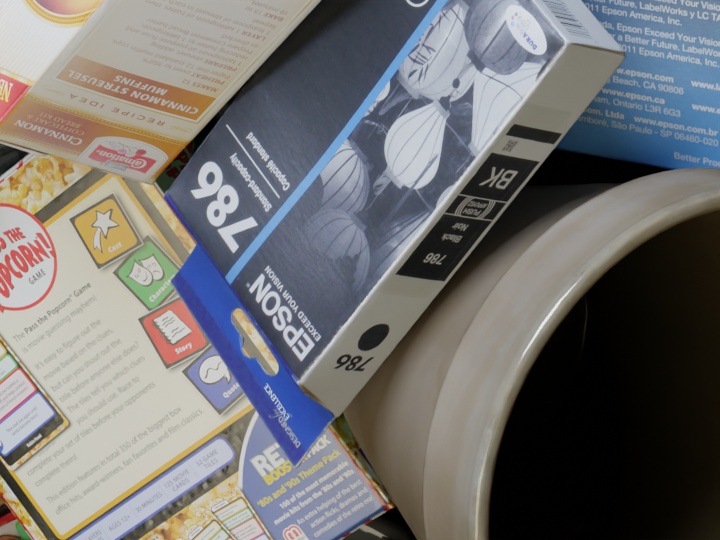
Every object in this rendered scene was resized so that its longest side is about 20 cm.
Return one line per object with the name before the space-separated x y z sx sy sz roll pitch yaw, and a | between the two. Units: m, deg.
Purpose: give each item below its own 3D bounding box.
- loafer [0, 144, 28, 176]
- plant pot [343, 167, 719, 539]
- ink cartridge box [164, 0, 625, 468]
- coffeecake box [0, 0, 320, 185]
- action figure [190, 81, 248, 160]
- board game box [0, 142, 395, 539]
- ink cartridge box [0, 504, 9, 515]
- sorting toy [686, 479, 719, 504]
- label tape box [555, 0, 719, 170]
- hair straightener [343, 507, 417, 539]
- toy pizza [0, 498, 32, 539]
loafer | -0.195 -0.111 1.213 0.075 0.070 0.200 -28 121 18
plant pot | 0.081 0.048 1.079 0.173 0.200 0.201 27 142 57
ink cartridge box | -0.002 -0.034 1.029 0.200 0.039 0.100 -53 56 25
coffeecake box | -0.058 -0.152 1.040 0.073 0.154 0.200 16 140 -30
action figure | 0.000 0.000 1.172 0.055 0.118 0.200 -19 121 23
board game box | -0.092 0.045 1.215 0.151 0.046 0.200 -34 92 27
ink cartridge box | -0.134 0.105 1.345 0.119 0.042 0.200 -17 111 36
sorting toy | 0.244 0.159 1.154 0.199 0.070 0.200 7 125 32
label tape box | 0.112 -0.133 1.029 0.144 0.063 0.201 12 127 22
hair straightener | 0.023 0.139 1.259 0.200 0.077 0.041 37 122 1
toy pizza | -0.181 0.121 1.335 0.199 0.032 0.201 17 132 21
